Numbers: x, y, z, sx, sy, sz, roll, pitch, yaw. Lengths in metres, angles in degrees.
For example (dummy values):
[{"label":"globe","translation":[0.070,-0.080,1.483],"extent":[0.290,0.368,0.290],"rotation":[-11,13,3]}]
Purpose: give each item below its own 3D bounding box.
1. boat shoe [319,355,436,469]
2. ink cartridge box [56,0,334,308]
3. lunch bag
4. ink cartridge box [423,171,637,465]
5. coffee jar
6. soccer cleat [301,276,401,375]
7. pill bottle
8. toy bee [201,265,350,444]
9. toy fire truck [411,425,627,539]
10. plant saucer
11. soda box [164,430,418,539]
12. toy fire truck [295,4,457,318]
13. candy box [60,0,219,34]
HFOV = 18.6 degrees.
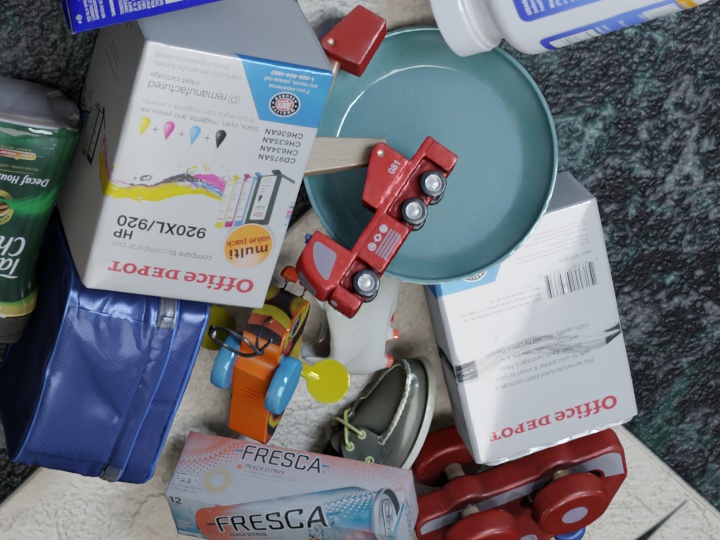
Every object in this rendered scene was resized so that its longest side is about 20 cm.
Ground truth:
[{"label":"boat shoe","translation":[0.000,0.154,1.862],"extent":[0.060,0.072,0.203],"rotation":[14,119,-28]},{"label":"ink cartridge box","translation":[-0.127,-0.097,1.631],"extent":[0.146,0.145,0.201],"rotation":[8,117,-20]},{"label":"lunch bag","translation":[-0.197,0.072,1.717],"extent":[0.131,0.136,0.201],"rotation":[11,116,-21]},{"label":"ink cartridge box","translation":[0.133,0.040,1.805],"extent":[0.144,0.084,0.201],"rotation":[-16,112,-6]},{"label":"coffee jar","translation":[-0.281,-0.042,1.656],"extent":[0.103,0.085,0.201],"rotation":[8,118,-20]},{"label":"soccer cleat","translation":[0.000,0.000,1.775],"extent":[0.077,0.069,0.201],"rotation":[3,121,-13]},{"label":"pill bottle","translation":[0.154,-0.226,1.629],"extent":[0.199,0.112,0.112],"rotation":[-14,127,23]},{"label":"toy bee","translation":[-0.063,0.059,1.761],"extent":[0.130,0.200,0.109],"rotation":[34,66,-8]},{"label":"toy fire truck","translation":[0.137,0.205,1.924],"extent":[0.199,0.113,0.168],"rotation":[-21,148,-2]},{"label":"plant saucer","translation":[0.053,-0.087,1.705],"extent":[0.198,0.036,0.202],"rotation":[0,83,-1]},{"label":"soda box","translation":[-0.056,0.191,1.809],"extent":[0.198,0.069,0.064],"rotation":[8,142,16]},{"label":"toy fire truck","translation":[-0.005,-0.081,1.660],"extent":[0.141,0.049,0.201],"rotation":[34,84,3]},{"label":"candy box","translation":[-0.122,-0.254,1.525],"extent":[0.198,0.169,0.077],"rotation":[-13,127,-9]}]
